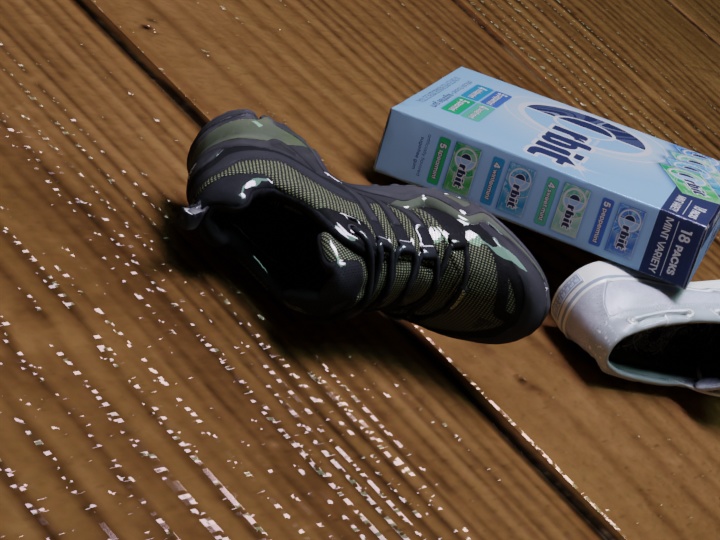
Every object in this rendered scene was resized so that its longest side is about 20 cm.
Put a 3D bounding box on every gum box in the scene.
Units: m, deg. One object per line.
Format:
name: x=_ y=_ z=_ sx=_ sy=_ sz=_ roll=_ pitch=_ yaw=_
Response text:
gum box: x=0.126 y=-0.062 z=1.281 sx=0.199 sy=0.045 sz=0.170 roll=21 pitch=19 yaw=11

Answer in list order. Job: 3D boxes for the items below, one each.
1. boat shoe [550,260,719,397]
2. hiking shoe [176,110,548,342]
boat shoe: x=0.203 y=0.047 z=1.236 sx=0.200 sy=0.070 sz=0.072 roll=10 pitch=34 yaw=-35
hiking shoe: x=0.000 y=0.000 z=1.032 sx=0.199 sy=0.076 sz=0.101 roll=22 pitch=34 yaw=-8
